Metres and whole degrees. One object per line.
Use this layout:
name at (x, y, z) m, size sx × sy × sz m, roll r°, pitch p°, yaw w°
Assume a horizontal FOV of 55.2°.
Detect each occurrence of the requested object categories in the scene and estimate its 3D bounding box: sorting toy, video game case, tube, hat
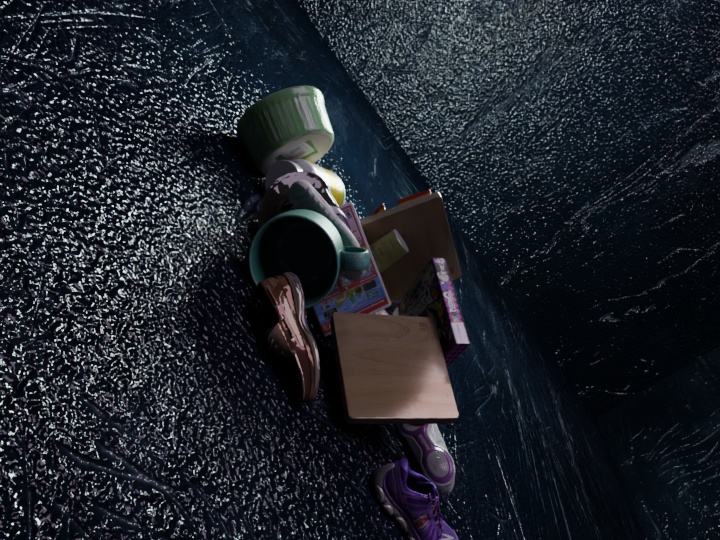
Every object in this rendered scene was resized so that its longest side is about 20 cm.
sorting toy at (0.048, 0.180, 1.188) m, size 0.194 × 0.070 × 0.203 m, roll 5°, pitch 50°, yaw -20°
video game case at (0.130, 0.109, 1.325) m, size 0.035 × 0.201 × 0.185 m, roll 2°, pitch 56°, yaw -23°
sorting toy at (0.082, -0.051, 1.364) m, size 0.070 × 0.194 × 0.203 m, roll -105°, pitch 174°, yaw -52°
tube at (0.000, 0.000, 1.304) m, size 0.052 × 0.198 × 0.059 m, roll 45°, pitch 18°, yaw -35°
video game case at (-0.042, -0.003, 1.248) m, size 0.205 × 0.140 × 0.017 m, roll 68°, pitch -15°, yaw -3°
hat at (-0.123, -0.081, 1.294) m, size 0.196 × 0.080 × 0.208 m, roll 0°, pitch 90°, yaw -37°

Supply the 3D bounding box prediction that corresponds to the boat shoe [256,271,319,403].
boat shoe at (-0.114, 0.104, 1.046) m, size 0.070 × 0.076 × 0.205 m, roll -6°, pitch 68°, yaw -29°

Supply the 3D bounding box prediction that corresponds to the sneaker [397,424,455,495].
sneaker at (0.122, 0.331, 1.300) m, size 0.101 × 0.073 × 0.203 m, roll 72°, pitch -3°, yaw -50°

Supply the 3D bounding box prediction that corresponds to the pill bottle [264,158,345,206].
pill bottle at (-0.117, -0.169, 1.438) m, size 0.113 × 0.110 × 0.199 m, roll 60°, pitch 18°, yaw 15°

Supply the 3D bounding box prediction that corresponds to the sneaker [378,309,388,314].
sneaker at (0.097, 0.140, 1.473) m, size 0.067 × 0.107 × 0.205 m, roll 35°, pitch 27°, yaw -47°

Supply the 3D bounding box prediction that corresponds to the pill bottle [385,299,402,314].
pill bottle at (0.072, 0.034, 1.590) m, size 0.200 × 0.110 × 0.112 m, roll 48°, pitch 19°, yaw -25°

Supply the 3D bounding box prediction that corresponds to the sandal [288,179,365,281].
sandal at (-0.047, -0.077, 1.209) m, size 0.050 × 0.082 × 0.205 m, roll -40°, pitch 99°, yaw -43°

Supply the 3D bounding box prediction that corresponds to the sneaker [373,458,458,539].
sneaker at (0.102, 0.382, 1.095) m, size 0.201 × 0.082 × 0.081 m, roll 51°, pitch 18°, yaw -19°

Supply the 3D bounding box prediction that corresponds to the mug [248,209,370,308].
mug at (-0.088, -0.015, 1.150) m, size 0.183 × 0.154 × 0.115 m, roll 33°, pitch 13°, yaw -1°

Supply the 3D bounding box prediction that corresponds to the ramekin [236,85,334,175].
ramekin at (-0.149, -0.280, 1.420) m, size 0.100 × 0.197 × 0.199 m, roll 65°, pitch 19°, yaw 11°
